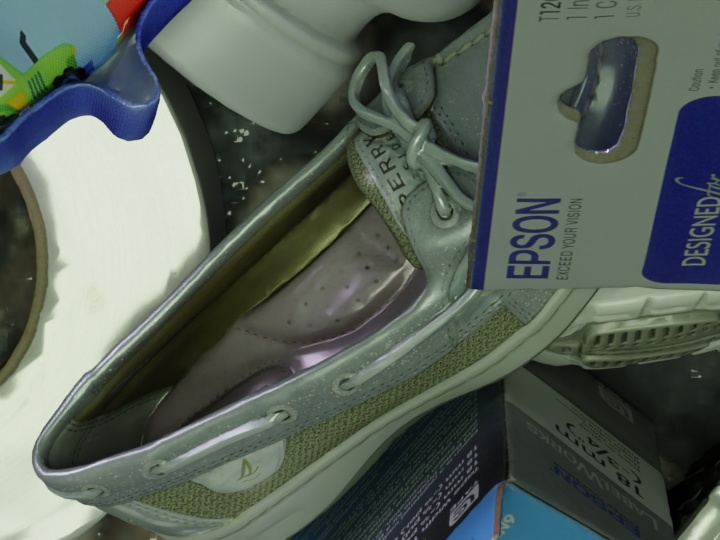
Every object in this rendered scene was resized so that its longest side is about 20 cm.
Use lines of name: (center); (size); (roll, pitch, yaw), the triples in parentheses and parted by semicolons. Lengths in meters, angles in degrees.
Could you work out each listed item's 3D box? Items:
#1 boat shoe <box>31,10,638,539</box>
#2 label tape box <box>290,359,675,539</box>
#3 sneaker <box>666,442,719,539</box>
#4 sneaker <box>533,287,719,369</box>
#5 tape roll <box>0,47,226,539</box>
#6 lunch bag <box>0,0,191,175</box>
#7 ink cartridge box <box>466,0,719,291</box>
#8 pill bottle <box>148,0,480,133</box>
boat shoe: (-0.001, -0.001, 0.745); (0.202, 0.065, 0.075); (-42, 51, 25)
label tape box: (0.013, 0.104, 0.752); (0.063, 0.200, 0.144); (38, 103, -7)
sneaker: (0.091, 0.119, 0.793); (0.080, 0.074, 0.200); (36, 81, 3)
sneaker: (0.131, -0.035, 0.778); (0.199, 0.078, 0.100); (-6, 75, -7)
tape roll: (-0.137, -0.007, 0.826); (0.202, 0.037, 0.203); (1, 102, 4)
lunch bag: (-0.113, -0.108, 0.660); (0.200, 0.094, 0.151); (45, 68, 4)
ink cartridge box: (0.126, -0.051, 0.620); (0.199, 0.198, 0.047); (3, 65, 0)
pill bottle: (0.015, -0.136, 0.745); (0.112, 0.112, 0.200); (40, 102, -4)
